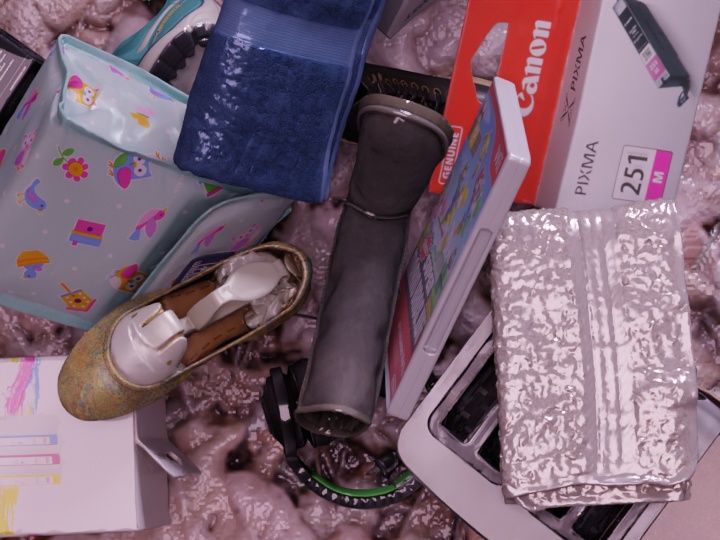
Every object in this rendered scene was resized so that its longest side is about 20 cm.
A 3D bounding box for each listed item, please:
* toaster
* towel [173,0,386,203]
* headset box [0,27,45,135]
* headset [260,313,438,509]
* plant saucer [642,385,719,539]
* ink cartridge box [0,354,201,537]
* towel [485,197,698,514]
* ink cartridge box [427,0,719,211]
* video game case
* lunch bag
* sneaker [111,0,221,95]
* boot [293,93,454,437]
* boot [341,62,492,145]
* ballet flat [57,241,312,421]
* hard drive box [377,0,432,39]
[{"bbox_3d":[0.129,0.115,1.546,0.180,0.119,0.200,38,88,8],"label":"toaster"},{"bbox_3d":[-0.047,-0.146,1.486,0.111,0.049,0.201,12,105,-29],"label":"towel"},{"bbox_3d":[-0.351,-0.132,1.657,0.199,0.093,0.175,34,92,7],"label":"headset box"},{"bbox_3d":[-0.022,0.077,1.637,0.123,0.094,0.201,-37,100,-1],"label":"headset"},{"bbox_3d":[0.200,0.173,1.616,0.198,0.034,0.202,0,88,7],"label":"plant saucer"},{"bbox_3d":[-0.220,0.124,1.615,0.198,0.129,0.126,-3,87,5],"label":"ink cartridge box"},{"bbox_3d":[0.150,0.055,1.475,0.131,0.034,0.202,-4,80,-1],"label":"towel"},{"bbox_3d":[0.152,-0.133,1.571,0.172,0.044,0.202,6,106,-21],"label":"ink cartridge box"},{"bbox_3d":[0.061,-0.016,1.518,0.017,0.143,0.201,21,113,-10],"label":"video game case"},{"bbox_3d":[-0.160,-0.041,1.581,0.199,0.122,0.171,24,123,-26],"label":"lunch bag"},{"bbox_3d":[-0.166,-0.120,1.655,0.200,0.077,0.080,-46,39,14],"label":"sneaker"},{"bbox_3d":[0.002,0.000,1.517,0.072,0.182,0.201,18,71,6],"label":"boot"},{"bbox_3d":[0.035,-0.110,1.593,0.198,0.138,0.078,7,88,6],"label":"boot"},{"bbox_3d":[-0.116,0.035,1.535,0.199,0.071,0.071,-28,85,-23],"label":"ballet flat"},{"bbox_3d":[0.066,-0.275,1.543,0.077,0.200,0.156,43,63,6],"label":"hard drive box"}]
